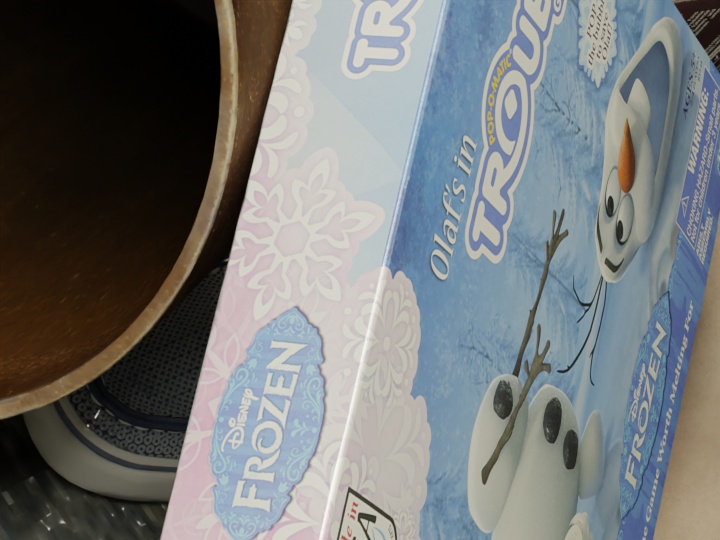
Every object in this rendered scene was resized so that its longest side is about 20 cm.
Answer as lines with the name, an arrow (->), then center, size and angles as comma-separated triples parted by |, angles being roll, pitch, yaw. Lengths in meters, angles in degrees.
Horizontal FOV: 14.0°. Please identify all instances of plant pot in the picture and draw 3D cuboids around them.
plant pot -> -0.070, -0.081, 0.745 | 0.187, 0.187, 0.200 | 48, 30, 5

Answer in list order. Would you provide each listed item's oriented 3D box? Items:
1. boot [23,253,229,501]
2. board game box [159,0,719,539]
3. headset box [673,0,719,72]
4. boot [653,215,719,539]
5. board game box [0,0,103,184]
boot -> 0.000, 0.000, 0.836 | 0.200, 0.090, 0.073 | -21, 73, -38
board game box -> 0.031, 0.009, 0.712 | 0.199, 0.043, 0.201 | 42, 57, -58
headset box -> 0.064, -0.131, 0.968 | 0.199, 0.077, 0.149 | -13, 68, -35
boot -> 0.075, 0.082, 0.832 | 0.146, 0.070, 0.201 | -14, 70, -22
board game box -> -0.128, -0.122, 0.854 | 0.135, 0.028, 0.200 | 30, 49, -11
